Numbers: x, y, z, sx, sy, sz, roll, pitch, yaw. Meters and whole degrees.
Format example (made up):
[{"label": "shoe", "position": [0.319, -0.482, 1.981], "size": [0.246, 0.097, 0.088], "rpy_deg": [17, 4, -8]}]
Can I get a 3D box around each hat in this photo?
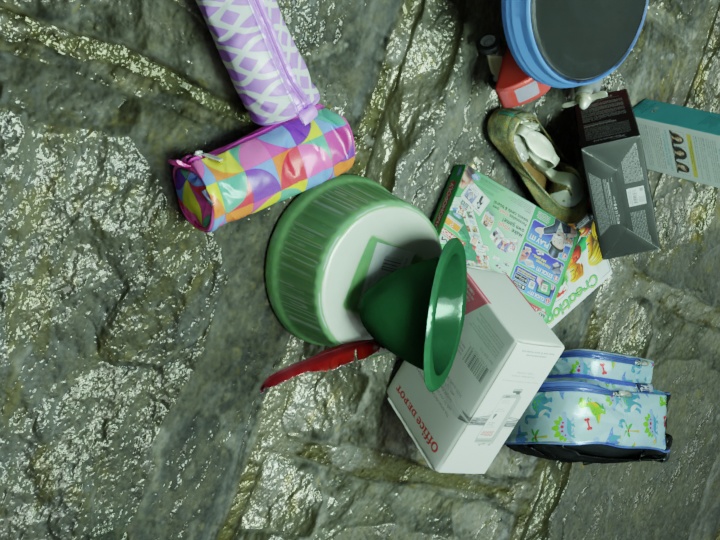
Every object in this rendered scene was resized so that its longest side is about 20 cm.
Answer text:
[{"label": "hat", "position": [0.011, 0.040, 1.322], "size": [0.200, 0.173, 0.168], "rpy_deg": [-32, 128, -69]}]

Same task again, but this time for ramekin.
[{"label": "ramekin", "position": [0.000, 0.000, 1.374], "size": [0.198, 0.097, 0.203], "rpy_deg": [-12, 111, -33]}]

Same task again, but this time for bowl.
[{"label": "bowl", "position": [0.237, -0.297, 1.311], "size": [0.199, 0.039, 0.204], "rpy_deg": [-14, 113, -33]}]

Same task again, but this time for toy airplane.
[{"label": "toy airplane", "position": [0.247, -0.287, 1.439], "size": [0.199, 0.140, 0.202], "rpy_deg": [-8, 117, -48]}]

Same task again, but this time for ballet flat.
[{"label": "ballet flat", "position": [0.234, -0.126, 1.510], "size": [0.200, 0.070, 0.071], "rpy_deg": [44, 77, -27]}]

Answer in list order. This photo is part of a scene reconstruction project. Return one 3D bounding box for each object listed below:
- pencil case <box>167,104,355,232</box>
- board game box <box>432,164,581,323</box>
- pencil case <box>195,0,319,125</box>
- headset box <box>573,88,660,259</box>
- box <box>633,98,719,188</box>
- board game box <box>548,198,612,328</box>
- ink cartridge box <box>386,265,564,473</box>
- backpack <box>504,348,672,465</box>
[{"label": "pencil case", "position": [-0.101, -0.110, 1.276], "size": [0.198, 0.088, 0.090], "rpy_deg": [-26, 119, -30]}, {"label": "board game box", "position": [0.174, -0.028, 1.509], "size": [0.198, 0.029, 0.136], "rpy_deg": [27, 82, -28]}, {"label": "pencil case", "position": [-0.107, -0.244, 1.225], "size": [0.084, 0.085, 0.202], "rpy_deg": [-46, 128, -30]}, {"label": "headset box", "position": [0.319, -0.128, 1.526], "size": [0.076, 0.201, 0.151], "rpy_deg": [-11, 115, 11]}, {"label": "box", "position": [0.437, -0.164, 1.585], "size": [0.049, 0.199, 0.083], "rpy_deg": [-34, 122, -22]}, {"label": "board game box", "position": [0.241, 0.008, 1.598], "size": [0.199, 0.034, 0.127], "rpy_deg": [-39, 123, -21]}, {"label": "ink cartridge box", "position": [0.131, 0.119, 1.444], "size": [0.082, 0.147, 0.201], "rpy_deg": [9, 122, -36]}, {"label": "backpack", "position": [0.287, 0.180, 1.604], "size": [0.198, 0.182, 0.149], "rpy_deg": [7, 78, -34]}]
